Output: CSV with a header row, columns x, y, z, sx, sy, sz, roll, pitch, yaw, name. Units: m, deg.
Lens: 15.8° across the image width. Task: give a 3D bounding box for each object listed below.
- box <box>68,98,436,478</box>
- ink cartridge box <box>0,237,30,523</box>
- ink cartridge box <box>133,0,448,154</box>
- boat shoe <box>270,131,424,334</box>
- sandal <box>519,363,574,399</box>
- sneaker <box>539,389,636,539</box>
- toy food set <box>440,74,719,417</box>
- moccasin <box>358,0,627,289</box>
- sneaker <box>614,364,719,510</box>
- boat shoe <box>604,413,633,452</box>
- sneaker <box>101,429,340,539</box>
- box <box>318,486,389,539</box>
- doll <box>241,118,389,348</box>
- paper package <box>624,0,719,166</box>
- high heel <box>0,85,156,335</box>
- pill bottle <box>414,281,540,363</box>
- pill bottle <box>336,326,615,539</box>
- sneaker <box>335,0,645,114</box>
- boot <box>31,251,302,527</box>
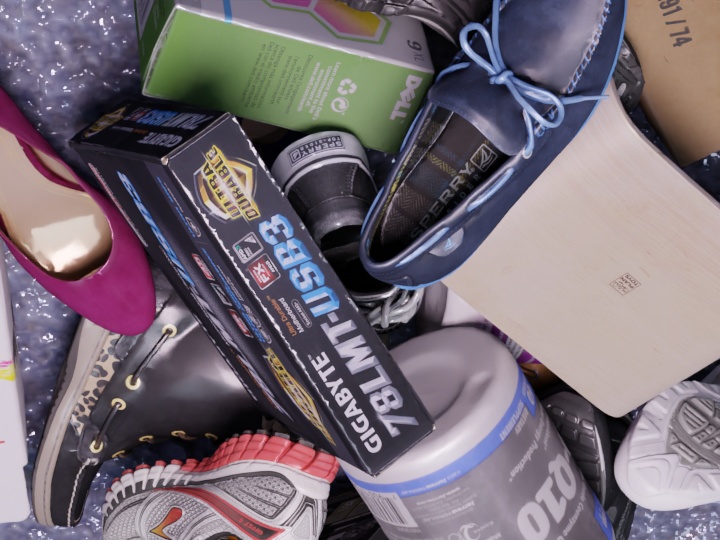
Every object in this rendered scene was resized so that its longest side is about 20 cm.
x,y,z,sx,sy,sz,roll,pitch,yaw,name
-0.060,0.004,1.364,0.050,0.198,0.200,-37,107,-14,box
-0.257,0.057,1.511,0.115,0.068,0.200,-5,127,-5,ink cartridge box
-0.019,-0.123,1.392,0.199,0.104,0.059,13,125,-18,ink cartridge box
0.003,-0.001,1.419,0.073,0.068,0.199,-19,152,-3,boat shoe
0.100,0.061,1.571,0.199,0.082,0.055,-14,108,-1,sandal
0.130,0.131,1.573,0.076,0.088,0.200,25,139,23,sneaker
0.140,-0.013,1.397,0.143,0.061,0.200,-33,125,29,toy food set
0.069,-0.072,1.296,0.080,0.068,0.200,32,102,19,moccasin
0.202,0.112,1.570,0.078,0.200,0.099,50,125,12,sneaker
0.085,0.148,1.642,0.201,0.063,0.074,-23,124,7,boat shoe
-0.091,0.151,1.477,0.078,0.082,0.200,22,152,-27,sneaker
-0.039,0.209,1.553,0.200,0.164,0.086,-22,103,36,box
-0.036,-0.016,1.506,0.136,0.049,0.200,-19,131,15,doll
0.203,-0.188,1.381,0.190,0.104,0.200,-25,127,11,paper package
-0.178,-0.031,1.410,0.067,0.096,0.200,-38,108,7,high heel
0.137,0.000,1.506,0.199,0.112,0.113,4,126,-12,pill bottle
0.075,0.139,1.457,0.114,0.114,0.200,-26,121,10,pill bottle
0.065,-0.146,1.367,0.200,0.079,0.074,33,116,2,sneaker
-0.107,0.088,1.539,0.150,0.073,0.200,19,116,-2,boot
